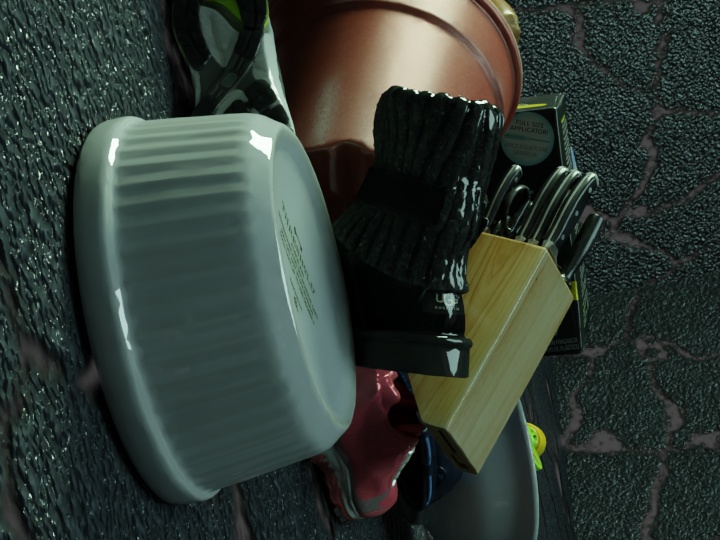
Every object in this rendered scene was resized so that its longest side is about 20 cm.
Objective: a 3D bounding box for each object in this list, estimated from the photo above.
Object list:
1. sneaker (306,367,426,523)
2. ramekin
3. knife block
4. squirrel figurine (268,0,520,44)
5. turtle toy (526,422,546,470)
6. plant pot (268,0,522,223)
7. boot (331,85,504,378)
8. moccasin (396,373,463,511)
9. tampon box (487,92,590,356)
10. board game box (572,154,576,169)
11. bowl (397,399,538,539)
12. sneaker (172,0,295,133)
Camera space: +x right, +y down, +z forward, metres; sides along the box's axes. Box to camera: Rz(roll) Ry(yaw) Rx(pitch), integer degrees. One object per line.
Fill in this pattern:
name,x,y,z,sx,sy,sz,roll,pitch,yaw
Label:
sneaker,0.012,0.125,1.191,0.200,0.086,0.074,63,19,-59
ramekin,-0.066,0.013,0.844,0.202,0.094,0.204,-12,90,-80
knife block,0.110,0.022,1.175,0.064,0.175,0.201,53,15,-44
squirrel figurine,0.011,-0.187,1.284,0.200,0.186,0.142,90,-12,-71
turtle toy,0.125,0.172,1.713,0.201,0.101,0.146,65,13,20
plant pot,0.005,-0.082,1.147,0.196,0.200,0.201,-77,155,-49
boot,0.004,-0.025,0.969,0.079,0.211,0.159,5,89,-37
moccasin,0.033,0.114,1.287,0.068,0.080,0.200,-51,130,-26
tampon box,0.105,-0.035,1.381,0.126,0.149,0.201,-47,130,-75
board game box,0.126,-0.070,1.715,0.200,0.199,0.062,-69,146,-74
bowl,0.079,0.165,1.443,0.201,0.090,0.202,172,-90,-78
sneaker,-0.070,-0.087,1.024,0.081,0.073,0.201,69,14,-61
